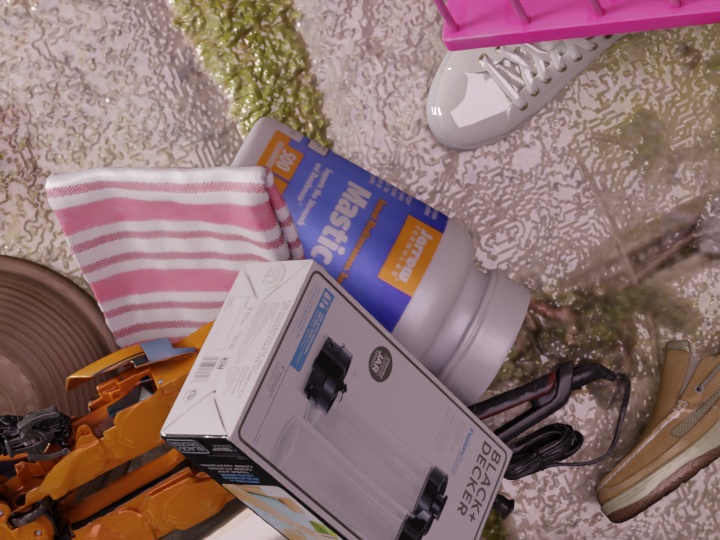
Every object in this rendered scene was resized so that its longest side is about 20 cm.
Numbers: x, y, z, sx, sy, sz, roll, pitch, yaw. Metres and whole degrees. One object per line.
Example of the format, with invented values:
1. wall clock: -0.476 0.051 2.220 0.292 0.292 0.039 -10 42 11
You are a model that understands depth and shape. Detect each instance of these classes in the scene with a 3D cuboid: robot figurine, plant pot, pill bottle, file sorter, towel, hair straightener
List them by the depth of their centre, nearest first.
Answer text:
1. robot figurine: -0.145 0.114 0.989 0.199 0.058 0.146 -26 124 -5
2. file sorter: 0.131 -0.228 0.992 0.198 0.125 0.140 -3 63 23
3. towel: -0.091 0.023 1.015 0.145 0.030 0.201 -2 128 23
4. plant pot: -0.238 0.091 1.051 0.199 0.093 0.203 0 92 -3
5. pill bottle: 0.000 0.000 1.055 0.199 0.112 0.113 28 89 -3
6. hair straightener: 0.088 0.119 1.105 0.199 0.041 0.077 -23 93 -7

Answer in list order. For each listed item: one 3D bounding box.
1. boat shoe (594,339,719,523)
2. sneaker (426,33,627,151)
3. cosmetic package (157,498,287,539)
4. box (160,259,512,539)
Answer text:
1. boat shoe: 0.218 0.078 1.099 0.200 0.072 0.076 -38 83 -12
2. sneaker: 0.120 -0.155 1.074 0.200 0.085 0.073 -44 95 -1
3. cosmetic package: -0.097 0.193 1.056 0.199 0.104 0.073 -35 98 -4
4. box: -0.007 0.097 0.964 0.200 0.060 0.117 46 57 -34
